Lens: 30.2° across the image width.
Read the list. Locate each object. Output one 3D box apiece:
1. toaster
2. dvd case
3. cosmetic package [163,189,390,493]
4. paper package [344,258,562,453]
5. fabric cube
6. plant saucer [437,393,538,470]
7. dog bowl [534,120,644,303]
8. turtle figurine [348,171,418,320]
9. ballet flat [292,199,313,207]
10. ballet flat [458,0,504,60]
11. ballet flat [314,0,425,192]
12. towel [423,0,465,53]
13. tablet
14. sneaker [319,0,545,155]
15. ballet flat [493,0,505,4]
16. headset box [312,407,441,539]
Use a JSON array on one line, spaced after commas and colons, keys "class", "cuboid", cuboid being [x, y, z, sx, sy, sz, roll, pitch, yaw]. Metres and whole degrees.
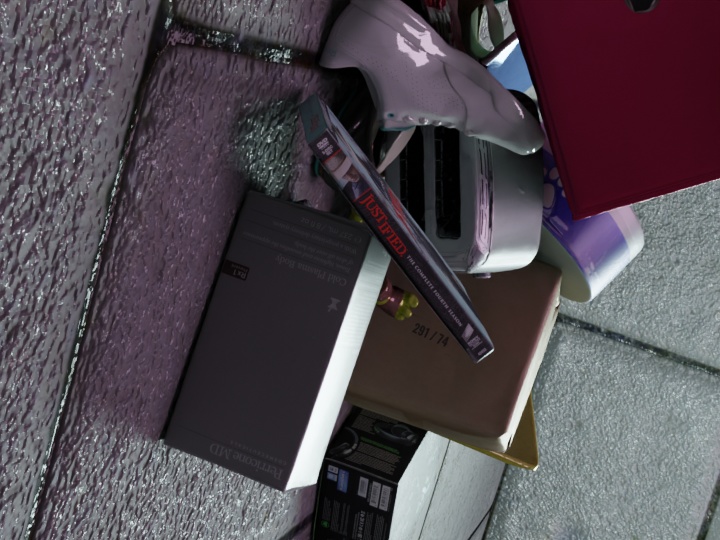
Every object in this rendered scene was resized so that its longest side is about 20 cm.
[{"class": "toaster", "cuboid": [0.092, -0.086, 1.188, 0.129, 0.113, 0.201, -16, 109, -58]}, {"class": "dvd case", "cuboid": [0.024, -0.035, 0.976, 0.022, 0.200, 0.146, -37, -164, 7]}, {"class": "cosmetic package", "cuboid": [-0.059, 0.053, 0.991, 0.090, 0.106, 0.201, 28, 79, -75]}, {"class": "paper package", "cuboid": [0.083, 0.063, 1.342, 0.104, 0.199, 0.191, 64, 46, -71]}, {"class": "fabric cube", "cuboid": [0.241, -0.164, 1.111, 0.200, 0.195, 0.200, -19, 94, -81]}, {"class": "plant saucer", "cuboid": [0.114, 0.124, 1.543, 0.048, 0.199, 0.201, -35, -138, 38]}, {"class": "dog bowl", "cuboid": [0.183, -0.063, 1.335, 0.079, 0.200, 0.200, -45, 161, -8]}, {"class": "turtle figurine", "cuboid": [0.000, 0.000, 1.202, 0.161, 0.064, 0.201, 23, 69, -59]}, {"class": "ballet flat", "cuboid": [-0.045, 0.041, 1.101, 0.072, 0.072, 0.201, -39, 145, -64]}, {"class": "ballet flat", "cuboid": [0.108, -0.219, 1.325, 0.068, 0.072, 0.201, -52, 157, -35]}, {"class": "ballet flat", "cuboid": [0.026, -0.155, 1.114, 0.068, 0.068, 0.201, 29, 80, -74]}, {"class": "towel", "cuboid": [0.063, -0.270, 1.099, 0.200, 0.023, 0.145, 55, 31, -72]}, {"class": "tablet", "cuboid": [0.116, -0.171, 1.303, 0.200, 0.014, 0.130, -39, 161, 14]}, {"class": "sneaker", "cuboid": [0.055, -0.139, 1.061, 0.089, 0.200, 0.075, -54, -159, 6]}, {"class": "ballet flat", "cuboid": [0.149, -0.315, 1.373, 0.200, 0.067, 0.063, -63, 129, -74]}, {"class": "headset box", "cuboid": [0.028, 0.234, 1.563, 0.200, 0.092, 0.175, -54, 157, -50]}]
